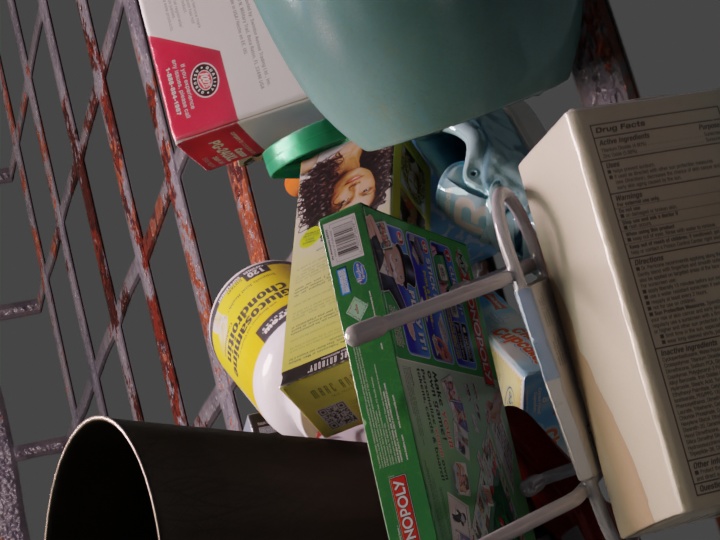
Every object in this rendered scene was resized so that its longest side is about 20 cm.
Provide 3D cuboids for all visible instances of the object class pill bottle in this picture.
[{"bbox_3d":[-0.045,0.072,1.444,0.200,0.111,0.113,-140,44,-62],"label":"pill bottle"}]

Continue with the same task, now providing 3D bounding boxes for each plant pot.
[{"bbox_3d":[0.035,-0.162,0.997,0.163,0.199,0.200,70,162,-7],"label":"plant pot"}]

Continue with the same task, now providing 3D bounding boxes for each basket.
[{"bbox_3d":[-0.057,0.161,0.988,0.135,0.198,0.183,20,108,52],"label":"basket"}]

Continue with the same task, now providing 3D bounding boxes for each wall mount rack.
[{"bbox_3d":[0.070,0.065,0.894,0.202,0.074,0.174,70,-160,1],"label":"wall mount rack"}]

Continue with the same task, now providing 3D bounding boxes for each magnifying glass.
[{"bbox_3d":[-0.031,-0.076,1.204,0.200,0.079,0.023,128,120,-80],"label":"magnifying glass"}]

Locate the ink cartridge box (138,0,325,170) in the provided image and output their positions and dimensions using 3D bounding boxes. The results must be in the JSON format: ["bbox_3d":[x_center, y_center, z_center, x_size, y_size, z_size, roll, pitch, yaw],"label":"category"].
[{"bbox_3d":[-0.036,-0.169,1.163,0.083,0.198,0.147,45,-152,-73],"label":"ink cartridge box"}]

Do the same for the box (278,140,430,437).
[{"bbox_3d":[0.000,0.000,1.048,0.050,0.075,0.201,51,-154,-35],"label":"box"}]

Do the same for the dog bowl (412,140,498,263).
[{"bbox_3d":[0.027,-0.037,1.222,0.112,0.049,0.200,58,160,-1],"label":"dog bowl"}]

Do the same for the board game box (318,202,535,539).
[{"bbox_3d":[0.041,0.074,0.939,0.134,0.029,0.202,19,-125,-62],"label":"board game box"}]

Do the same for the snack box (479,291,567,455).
[{"bbox_3d":[0.096,0.129,1.179,0.116,0.037,0.202,-132,37,-57],"label":"snack box"}]

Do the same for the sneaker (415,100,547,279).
[{"bbox_3d":[0.089,-0.031,1.053,0.200,0.081,0.075,-122,28,-50],"label":"sneaker"}]

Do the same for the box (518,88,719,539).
[{"bbox_3d":[0.154,0.020,0.877,0.078,0.094,0.202,131,129,-66],"label":"box"}]

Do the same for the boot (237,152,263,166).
[{"bbox_3d":[-0.045,-0.173,1.259,0.073,0.149,0.202,72,177,-67],"label":"boot"}]

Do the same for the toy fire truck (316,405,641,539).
[{"bbox_3d":[0.065,0.147,1.058,0.199,0.112,0.169,-22,98,52],"label":"toy fire truck"}]

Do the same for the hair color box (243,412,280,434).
[{"bbox_3d":[-0.025,0.210,1.473,0.061,0.098,0.202,110,145,-54],"label":"hair color box"}]
